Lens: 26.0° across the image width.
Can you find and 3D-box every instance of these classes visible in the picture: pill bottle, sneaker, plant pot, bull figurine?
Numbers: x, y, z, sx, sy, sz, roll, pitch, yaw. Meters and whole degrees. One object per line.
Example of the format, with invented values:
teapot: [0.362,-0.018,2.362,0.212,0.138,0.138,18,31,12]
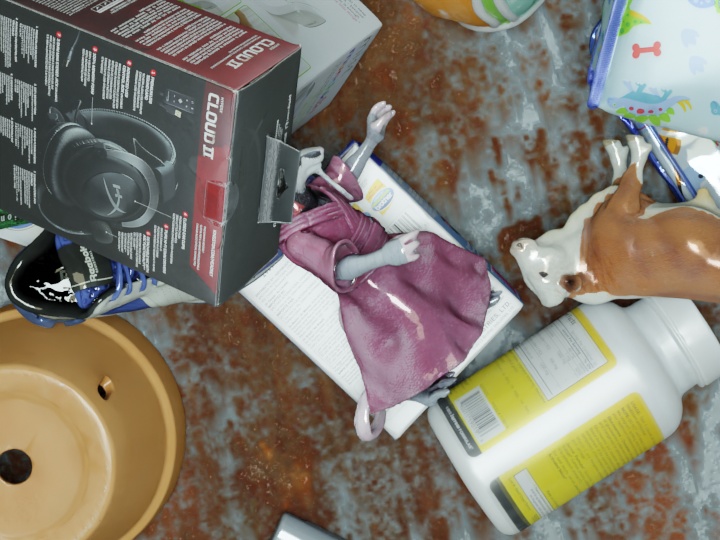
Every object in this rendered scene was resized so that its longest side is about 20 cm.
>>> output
pill bottle: [0.156,0.091,1.108,0.200,0.112,0.112,-33,94,2]
sneaker: [-0.147,-0.005,1.029,0.199,0.115,0.081,-16,92,0]
plant pot: [-0.228,0.126,1.098,0.199,0.140,0.201,0,95,-1]
bull figurine: [0.205,-0.028,1.059,0.199,0.065,0.122,6,88,11]

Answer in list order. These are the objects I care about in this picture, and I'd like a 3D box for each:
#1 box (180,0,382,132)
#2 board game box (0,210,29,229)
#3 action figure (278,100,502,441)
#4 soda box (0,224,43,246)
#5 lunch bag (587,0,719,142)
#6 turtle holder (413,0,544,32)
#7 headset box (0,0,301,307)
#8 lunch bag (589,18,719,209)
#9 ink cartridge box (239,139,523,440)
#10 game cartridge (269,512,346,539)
box: [-0.117,-0.170,1.039,0.200,0.176,0.097,41,133,3]
board game box: [-0.206,-0.082,1.072,0.199,0.024,0.105,-14,54,-24]
action figure: [-0.006,-0.010,1.027,0.200,0.134,0.149,39,121,-19]
soda box: [-0.211,-0.044,1.120,0.199,0.068,0.064,18,94,-1]
lunch bag: [0.249,-0.188,1.004,0.169,0.127,0.201,13,109,4]
turtle holder: [0.087,-0.253,1.080,0.140,0.186,0.132,-4,138,27]
headset box: [-0.126,-0.082,0.929,0.199,0.077,0.149,22,127,19]
lunch bag: [0.259,-0.132,1.111,0.160,0.076,0.200,-33,93,7]
ink cartridge box: [0.000,0.000,1.119,0.200,0.076,0.136,43,94,-5]
game cartridge: [-0.042,0.297,1.163,0.133,0.042,0.201,26,94,2]
